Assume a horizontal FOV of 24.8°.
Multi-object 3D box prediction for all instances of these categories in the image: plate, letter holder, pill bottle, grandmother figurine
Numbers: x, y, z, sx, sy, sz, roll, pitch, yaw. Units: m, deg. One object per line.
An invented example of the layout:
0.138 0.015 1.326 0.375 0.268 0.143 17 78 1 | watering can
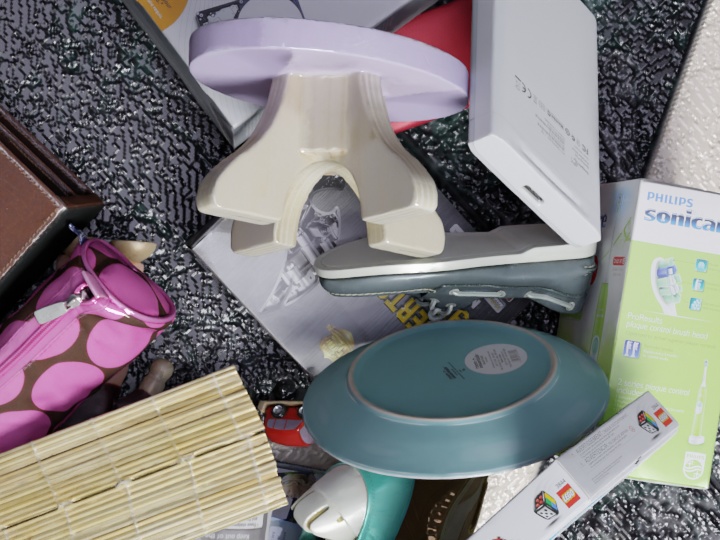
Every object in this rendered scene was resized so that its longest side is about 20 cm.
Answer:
0.060 0.072 1.055 0.200 0.200 0.026 -11 114 -8 | plate
-0.295 -0.018 1.075 0.142 0.101 0.200 43 96 1 | letter holder
-0.124 0.220 1.101 0.114 0.114 0.200 8 89 -9 | pill bottle
-0.194 0.077 1.137 0.121 0.061 0.200 4 88 4 | grandmother figurine

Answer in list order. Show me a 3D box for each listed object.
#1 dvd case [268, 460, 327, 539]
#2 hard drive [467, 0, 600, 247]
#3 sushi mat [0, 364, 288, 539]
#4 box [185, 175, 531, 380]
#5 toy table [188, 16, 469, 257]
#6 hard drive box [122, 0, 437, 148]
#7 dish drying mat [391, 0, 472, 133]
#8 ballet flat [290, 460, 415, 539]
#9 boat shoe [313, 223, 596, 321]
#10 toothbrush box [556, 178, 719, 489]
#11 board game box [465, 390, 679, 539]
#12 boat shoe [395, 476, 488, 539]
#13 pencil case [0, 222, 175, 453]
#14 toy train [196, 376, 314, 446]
-0.055 0.211 1.179 0.200 0.018 0.143 12 89 -10 | dvd case
0.120 -0.131 1.115 0.132 0.027 0.200 39 43 -38 | hard drive
-0.153 0.138 1.040 0.200 0.012 0.096 -20 82 0 | sushi mat
0.000 0.000 1.161 0.158 0.048 0.200 -43 102 -6 | box
-0.017 -0.078 1.020 0.200 0.184 0.117 7 78 -28 | toy table
-0.055 -0.209 1.136 0.200 0.077 0.156 -37 87 -8 | hard drive box
0.034 -0.143 1.190 0.200 0.018 0.077 -20 93 -9 | dish drying mat
-0.022 0.191 1.111 0.070 0.067 0.200 13 102 -41 | ballet flat
0.067 0.009 1.116 0.200 0.073 0.062 -5 110 -16 | boat shoe
0.197 0.042 1.153 0.086 0.146 0.200 10 90 -9 | toothbrush box
0.104 0.164 1.040 0.035 0.126 0.200 50 126 12 | board game box
0.053 0.153 1.154 0.074 0.069 0.200 23 95 25 | boat shoe
-0.218 0.066 1.067 0.091 0.094 0.200 45 104 1 | pencil case
-0.043 0.100 1.125 0.200 0.034 0.046 -1 58 25 | toy train
